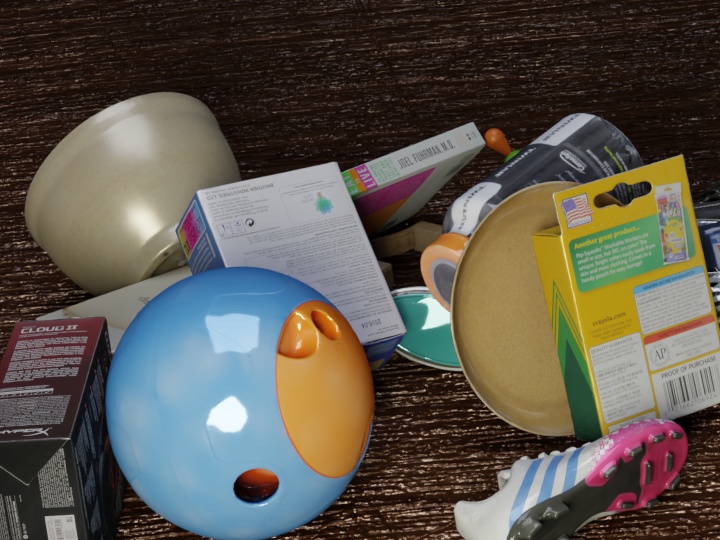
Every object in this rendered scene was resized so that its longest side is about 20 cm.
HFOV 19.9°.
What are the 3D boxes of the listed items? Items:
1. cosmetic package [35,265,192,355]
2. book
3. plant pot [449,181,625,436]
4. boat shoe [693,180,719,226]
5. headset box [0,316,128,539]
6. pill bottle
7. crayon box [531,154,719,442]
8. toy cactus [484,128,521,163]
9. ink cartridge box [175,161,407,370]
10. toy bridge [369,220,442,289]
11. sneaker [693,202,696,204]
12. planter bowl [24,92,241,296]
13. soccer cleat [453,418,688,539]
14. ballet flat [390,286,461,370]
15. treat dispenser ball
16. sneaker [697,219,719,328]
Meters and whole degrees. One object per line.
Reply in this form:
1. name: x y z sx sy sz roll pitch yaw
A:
1. cosmetic package: -0.164 0.058 1.749 0.199 0.074 0.103 -20 30 -29
2. book: 0.011 -0.067 1.896 0.199 0.048 0.134 -23 -14 -42
3. plant pot: 0.153 0.030 1.626 0.199 0.201 0.027 -17 9 -24
4. boat shoe: 0.327 -0.048 1.828 0.199 0.065 0.073 -1 -24 -40
5. headset box: -0.223 0.136 1.515 0.074 0.149 0.200 -3 27 3
6. pill bottle: 0.140 -0.040 1.699 0.106 0.107 0.200 21 46 41
7. crayon box: 0.211 0.021 1.610 0.125 0.201 0.052 -16 9 -23
8. toy cactus: 0.147 -0.058 1.880 0.200 0.102 0.165 -9 39 55
9. ink cartridge box: -0.053 0.023 1.693 0.136 0.076 0.201 -13 67 -25
10. toy bridge: 0.000 0.000 1.884 0.067 0.027 0.200 15 32 36
11. sneaker: 0.217 -0.013 1.841 0.199 0.081 0.086 -14 16 -36
12. planter bowl: -0.184 -0.040 1.846 0.199 0.201 0.135 -20 57 -27
13. soccer cleat: 0.154 0.152 1.506 0.199 0.070 0.086 -25 33 -34
14. ballet flat: 0.110 0.050 1.739 0.199 0.070 0.070 5 28 9
15. treat dispenser ball: -0.088 0.097 1.510 0.199 0.202 0.201 -4 26 2
16. sneaker: 0.308 0.029 1.682 0.070 0.109 0.200 -9 27 -8
